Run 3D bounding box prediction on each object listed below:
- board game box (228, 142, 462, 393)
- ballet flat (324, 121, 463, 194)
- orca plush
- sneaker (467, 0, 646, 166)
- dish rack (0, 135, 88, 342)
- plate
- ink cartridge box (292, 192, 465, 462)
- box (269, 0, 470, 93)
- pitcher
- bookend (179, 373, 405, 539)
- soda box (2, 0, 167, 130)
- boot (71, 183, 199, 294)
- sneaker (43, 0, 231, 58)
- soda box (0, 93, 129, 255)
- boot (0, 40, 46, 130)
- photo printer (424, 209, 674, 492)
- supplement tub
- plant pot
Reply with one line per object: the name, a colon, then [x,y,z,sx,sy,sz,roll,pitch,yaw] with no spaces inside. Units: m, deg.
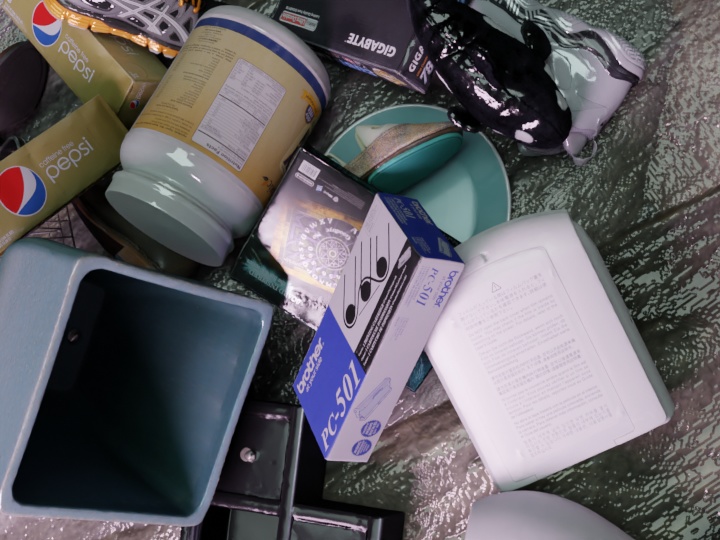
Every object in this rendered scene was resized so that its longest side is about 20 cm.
board game box: [0.000,0.000,0.900,0.199,0.028,0.136,32,107,-4]
ballet flat: [-0.001,-0.089,0.928,0.199,0.068,0.068,-35,67,9]
orca plush: [0.102,-0.183,0.832,0.104,0.071,0.202,-28,90,2]
sneaker: [0.141,-0.174,0.913,0.198,0.075,0.116,26,88,17]
dish rack: [-0.330,-0.014,1.024,0.153,0.054,0.203,-29,71,46]
plate: [0.043,-0.054,0.953,0.197,0.026,0.204,-3,81,17]
ink cartridge box: [0.010,0.048,0.837,0.202,0.044,0.094,-66,34,27]
box: [0.025,-0.283,0.949,0.199,0.049,0.200,29,92,43]
pitcher: [0.172,0.273,0.820,0.197,0.121,0.174,13,101,9]
bookend: [-0.048,0.204,0.906,0.197,0.092,0.202,5,83,18]
soda box: [-0.277,-0.230,1.049,0.200,0.067,0.064,47,119,19]
boot: [-0.222,-0.057,1.033,0.097,0.075,0.200,-37,64,-14]
sneaker: [-0.202,-0.264,0.996,0.079,0.197,0.078,-104,31,-42]
soda box: [-0.295,-0.077,0.932,0.064,0.200,0.067,51,140,-12]
boot: [-0.453,-0.192,1.134,0.199,0.068,0.190,26,87,33]
photo printer: [0.140,0.061,0.846,0.165,0.069,0.202,-27,96,14]
supplement tub: [-0.129,-0.121,0.937,0.143,0.145,0.202,23,74,20]
plant pot: [-0.229,0.077,0.863,0.199,0.195,0.199,20,91,44]
